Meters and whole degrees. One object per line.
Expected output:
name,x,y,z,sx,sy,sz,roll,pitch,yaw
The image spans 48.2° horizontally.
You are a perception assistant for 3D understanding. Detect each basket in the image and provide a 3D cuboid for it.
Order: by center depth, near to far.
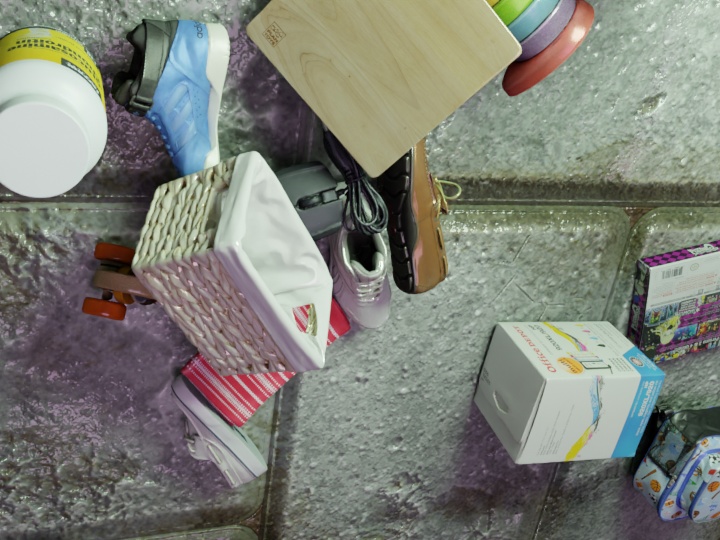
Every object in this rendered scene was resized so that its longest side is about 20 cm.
basket,-0.123,0.004,0.813,0.122,0.137,0.201,-12,135,18

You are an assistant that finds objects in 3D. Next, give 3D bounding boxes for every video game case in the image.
video game case,0.505,0.047,1.223,0.198,0.036,0.183,-13,121,-13

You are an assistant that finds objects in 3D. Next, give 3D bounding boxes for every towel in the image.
towel,-0.109,0.093,0.984,0.200,0.022,0.145,-41,138,-12

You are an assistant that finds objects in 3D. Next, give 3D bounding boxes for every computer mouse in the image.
computer mouse,-0.081,-0.075,0.885,0.198,0.053,0.140,-21,96,14

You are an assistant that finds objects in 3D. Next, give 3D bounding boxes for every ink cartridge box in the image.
ink cartridge box,0.290,0.169,1.144,0.198,0.147,0.146,1,118,-22

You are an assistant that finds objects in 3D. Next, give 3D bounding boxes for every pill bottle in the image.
pill bottle,-0.286,-0.142,0.721,0.111,0.200,0.113,-9,122,-15

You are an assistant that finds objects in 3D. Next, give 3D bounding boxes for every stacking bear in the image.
stacking bear,0.141,-0.304,0.848,0.199,0.113,0.122,37,64,-21

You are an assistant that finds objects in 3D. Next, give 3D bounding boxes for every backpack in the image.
backpack,0.557,0.330,1.341,0.198,0.155,0.192,6,126,-26

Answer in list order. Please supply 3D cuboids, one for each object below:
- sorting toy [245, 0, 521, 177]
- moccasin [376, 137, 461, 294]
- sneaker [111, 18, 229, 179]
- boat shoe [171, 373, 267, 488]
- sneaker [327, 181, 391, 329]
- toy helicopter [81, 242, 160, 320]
sorting toy,0.025,-0.238,0.815,0.198,0.070,0.200,-38,102,22
moccasin,0.069,-0.074,0.924,0.077,0.073,0.204,-20,108,-28
sneaker,-0.201,-0.153,0.819,0.110,0.077,0.202,0,114,-27
boat shoe,-0.195,0.213,1.038,0.065,0.072,0.201,-35,132,-4
sneaker,0.000,0.000,0.969,0.077,0.100,0.202,-21,123,-8
toy helicopter,-0.201,0.029,0.905,0.199,0.131,0.080,19,78,-46
